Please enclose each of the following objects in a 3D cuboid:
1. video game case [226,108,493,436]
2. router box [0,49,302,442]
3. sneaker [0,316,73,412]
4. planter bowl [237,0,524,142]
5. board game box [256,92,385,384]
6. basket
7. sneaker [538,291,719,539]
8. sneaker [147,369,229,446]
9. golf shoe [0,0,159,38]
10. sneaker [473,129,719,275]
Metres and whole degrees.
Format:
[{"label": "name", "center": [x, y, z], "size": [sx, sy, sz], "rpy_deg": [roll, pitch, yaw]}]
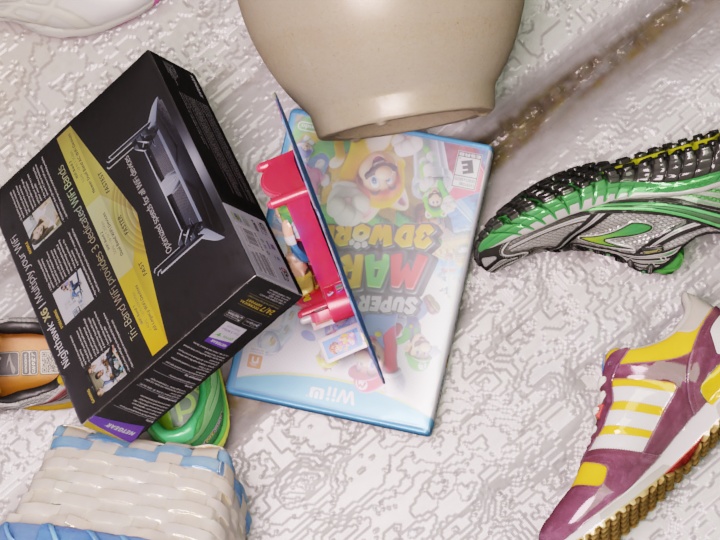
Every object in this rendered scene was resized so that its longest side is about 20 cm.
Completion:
[{"label": "video game case", "center": [0.000, 0.000, 1.729], "size": [0.143, 0.018, 0.201], "rpy_deg": [11, 82, 10]}, {"label": "router box", "center": [-0.141, -0.016, 1.643], "size": [0.157, 0.052, 0.200], "rpy_deg": [-40, 55, 19]}, {"label": "sneaker", "center": [-0.267, 0.064, 1.710], "size": [0.199, 0.082, 0.078], "rpy_deg": [-12, 81, 3]}, {"label": "planter bowl", "center": [0.020, -0.159, 1.675], "size": [0.200, 0.200, 0.135], "rpy_deg": [-10, 88, 2]}, {"label": "board game box", "center": [-0.037, -0.015, 1.646], "size": [0.039, 0.158, 0.201], "rpy_deg": [-21, 78, 1]}, {"label": "basket", "center": [-0.153, 0.209, 1.637], "size": [0.176, 0.139, 0.200], "rpy_deg": [10, 56, 15]}, {"label": "sneaker", "center": [0.176, 0.104, 1.685], "size": [0.200, 0.075, 0.090], "rpy_deg": [-42, 72, -10]}, {"label": "sneaker", "center": [-0.134, 0.030, 1.706], "size": [0.074, 0.084, 0.201], "rpy_deg": [-20, 79, 1]}, {"label": "golf shoe", "center": [-0.231, -0.203, 1.747], "size": [0.199, 0.092, 0.076], "rpy_deg": [-2, 79, 2]}, {"label": "sneaker", "center": [0.171, -0.029, 1.699], "size": [0.199, 0.078, 0.085], "rpy_deg": [-14, 101, 11]}]
